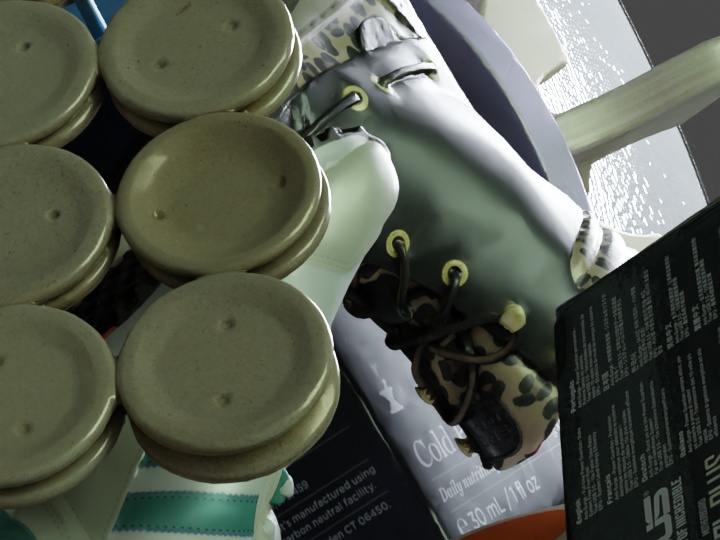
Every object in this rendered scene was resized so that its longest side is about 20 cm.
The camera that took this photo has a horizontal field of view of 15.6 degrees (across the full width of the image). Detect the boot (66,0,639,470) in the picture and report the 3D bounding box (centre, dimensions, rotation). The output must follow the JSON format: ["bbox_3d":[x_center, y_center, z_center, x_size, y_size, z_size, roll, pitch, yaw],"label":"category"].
[{"bbox_3d":[0.000,0.000,0.779,0.151,0.073,0.200,43,38,-7],"label":"boot"}]

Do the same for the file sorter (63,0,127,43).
[{"bbox_3d":[-0.126,-0.110,0.815,0.123,0.138,0.200,63,18,-11],"label":"file sorter"}]

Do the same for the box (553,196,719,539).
[{"bbox_3d":[0.137,0.098,0.691,0.164,0.086,0.201,40,30,-28],"label":"box"}]

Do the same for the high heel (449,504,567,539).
[{"bbox_3d":[0.013,0.143,0.692,0.200,0.067,0.097,-33,108,-31],"label":"high heel"}]

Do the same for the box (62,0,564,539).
[{"bbox_3d":[-0.018,0.023,0.920,0.197,0.124,0.200,57,27,5],"label":"box"}]

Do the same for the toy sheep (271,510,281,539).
[{"bbox_3d":[-0.096,0.091,0.717,0.199,0.138,0.138,28,35,-15],"label":"toy sheep"}]

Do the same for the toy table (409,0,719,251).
[{"bbox_3d":[0.064,-0.040,1.077,0.117,0.183,0.201,-17,87,-45],"label":"toy table"}]

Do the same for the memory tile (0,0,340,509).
[{"bbox_3d":[-0.085,-0.026,0.639,0.017,0.152,0.201,77,4,-50],"label":"memory tile"}]

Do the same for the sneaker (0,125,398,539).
[{"bbox_3d":[-0.045,0.053,0.650,0.093,0.070,0.200,48,63,-10],"label":"sneaker"}]
